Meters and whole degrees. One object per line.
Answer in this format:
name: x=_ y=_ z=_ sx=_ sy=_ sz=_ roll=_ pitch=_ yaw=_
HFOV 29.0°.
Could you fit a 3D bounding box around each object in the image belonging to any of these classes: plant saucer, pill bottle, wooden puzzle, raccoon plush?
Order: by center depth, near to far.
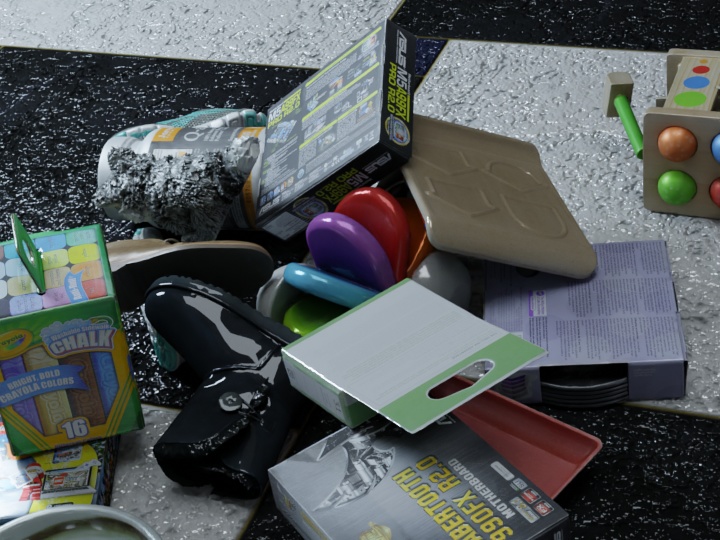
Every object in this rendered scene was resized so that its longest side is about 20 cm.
plant saucer: x=-0.243 y=0.275 z=1.112 sx=0.200 sy=0.050 sz=0.200 roll=-6 pitch=36 yaw=5
plant saucer: x=0.072 y=0.178 z=1.188 sx=0.200 sy=0.037 sz=0.200 roll=22 pitch=46 yaw=36
wooden puzzle: x=0.120 y=-0.068 z=1.371 sx=0.185 sy=0.046 sz=0.200 roll=11 pitch=37 yaw=-23
raccoon plush: x=-0.188 y=-0.109 z=1.416 sx=0.134 sy=0.200 sz=0.097 roll=23 pitch=47 yaw=-11
pill bottle: x=-0.183 y=-0.103 z=1.558 sx=0.200 sy=0.116 sz=0.116 roll=2 pitch=37 yaw=14

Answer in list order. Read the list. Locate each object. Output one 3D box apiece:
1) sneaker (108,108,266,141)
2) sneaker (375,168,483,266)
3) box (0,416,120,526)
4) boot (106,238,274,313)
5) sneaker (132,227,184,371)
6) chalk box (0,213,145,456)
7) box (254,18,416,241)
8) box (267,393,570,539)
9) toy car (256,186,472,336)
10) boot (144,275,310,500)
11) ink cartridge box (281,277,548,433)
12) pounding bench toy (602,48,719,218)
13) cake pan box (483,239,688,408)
sneaker: x=-0.206 y=-0.154 z=1.674 sx=0.200 sy=0.078 sz=0.091 roll=-8 pitch=20 yaw=-5
sneaker: x=0.090 y=-0.067 z=1.448 sx=0.200 sy=0.116 sz=0.075 roll=-6 pitch=34 yaw=4
box: x=-0.324 y=0.189 z=1.255 sx=0.200 sy=0.038 sz=0.137 roll=-7 pitch=36 yaw=3
boot: x=-0.181 y=-0.010 z=1.356 sx=0.200 sy=0.074 sz=0.076 roll=-7 pitch=36 yaw=9
sneaker: x=-0.181 y=0.024 z=1.432 sx=0.091 sy=0.078 sz=0.200 roll=-11 pitch=43 yaw=-16
chalk box: x=-0.273 y=0.043 z=1.237 sx=0.124 sy=0.200 sz=0.124 roll=-11 pitch=38 yaw=-9
box: x=-0.026 y=-0.140 z=1.418 sx=0.200 sy=0.044 sz=0.160 roll=-32 pitch=42 yaw=40
box: x=0.044 y=0.191 z=1.106 sx=0.158 sy=0.048 sz=0.200 roll=-25 pitch=39 yaw=-22
toy car: x=0.000 y=0.000 z=1.349 sx=0.175 sy=0.150 sz=0.200 roll=21 pitch=46 yaw=34
boot: x=-0.144 y=0.105 z=1.260 sx=0.200 sy=0.076 sz=0.168 roll=25 pitch=51 yaw=11
ink cartridge box: x=0.045 y=0.083 z=1.173 sx=0.145 sy=0.048 sz=0.200 roll=-28 pitch=33 yaw=-24
pounding bench toy: x=0.342 y=-0.146 z=1.495 sx=0.200 sy=0.124 sz=0.156 roll=8 pitch=40 yaw=22
cake pan box: x=0.210 y=0.048 z=1.324 sx=0.184 sy=0.052 sz=0.200 roll=-6 pitch=36 yaw=8
